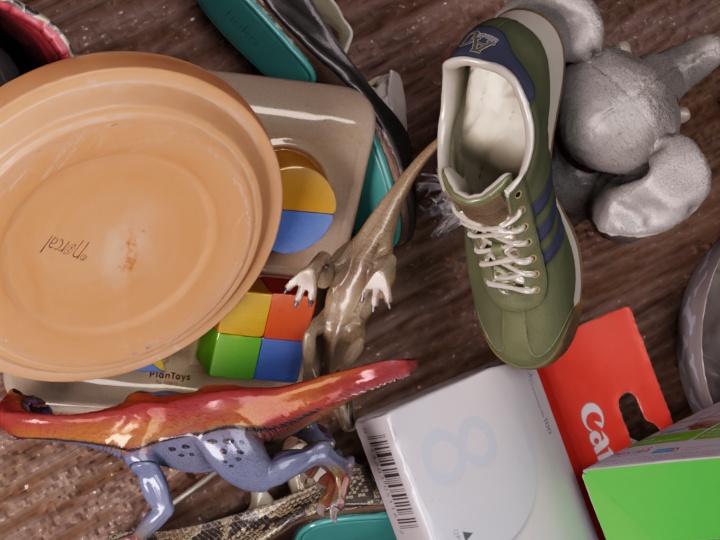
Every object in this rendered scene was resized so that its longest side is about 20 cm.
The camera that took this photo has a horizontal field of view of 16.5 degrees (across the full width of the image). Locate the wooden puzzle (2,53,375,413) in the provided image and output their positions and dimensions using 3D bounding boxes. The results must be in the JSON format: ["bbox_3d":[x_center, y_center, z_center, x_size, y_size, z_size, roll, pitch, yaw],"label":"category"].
[{"bbox_3d":[-0.091,-0.009,1.372,0.185,0.046,0.200,6,106,-20],"label":"wooden puzzle"}]

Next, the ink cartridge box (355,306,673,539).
[{"bbox_3d":[0.112,0.124,1.413,0.200,0.047,0.160,-21,92,-26],"label":"ink cartridge box"}]

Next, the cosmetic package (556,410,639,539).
[{"bbox_3d":[0.134,0.172,1.475,0.200,0.052,0.151,21,75,-18],"label":"cosmetic package"}]

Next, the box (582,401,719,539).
[{"bbox_3d":[0.257,0.112,1.373,0.176,0.200,0.097,-22,94,-32],"label":"box"}]

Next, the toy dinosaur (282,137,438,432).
[{"bbox_3d":[0.000,0.000,1.379,0.058,0.101,0.200,23,108,7],"label":"toy dinosaur"}]

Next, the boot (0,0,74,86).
[{"bbox_3d":[-0.251,-0.127,1.294,0.203,0.154,0.074,23,77,-17],"label":"boot"}]

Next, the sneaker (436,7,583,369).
[{"bbox_3d":[0.072,-0.037,1.339,0.090,0.067,0.200,-25,115,-61],"label":"sneaker"}]

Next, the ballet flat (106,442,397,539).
[{"bbox_3d":[-0.051,0.138,1.402,0.200,0.068,0.075,-17,70,-20],"label":"ballet flat"}]

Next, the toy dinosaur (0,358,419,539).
[{"bbox_3d":[-0.097,0.076,1.335,0.181,0.105,0.200,21,115,-20],"label":"toy dinosaur"}]

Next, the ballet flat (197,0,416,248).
[{"bbox_3d":[-0.014,-0.109,1.433,0.068,0.068,0.200,-44,107,-37],"label":"ballet flat"}]

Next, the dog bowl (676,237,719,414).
[{"bbox_3d":[0.286,0.046,1.540,0.200,0.059,0.200,2,84,-21],"label":"dog bowl"}]

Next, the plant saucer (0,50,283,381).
[{"bbox_3d":[-0.135,-0.021,1.286,0.200,0.032,0.200,-12,129,-15],"label":"plant saucer"}]

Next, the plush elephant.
[{"bbox_3d":[0.140,-0.092,1.422,0.200,0.155,0.165,-35,97,-37],"label":"plush elephant"}]
